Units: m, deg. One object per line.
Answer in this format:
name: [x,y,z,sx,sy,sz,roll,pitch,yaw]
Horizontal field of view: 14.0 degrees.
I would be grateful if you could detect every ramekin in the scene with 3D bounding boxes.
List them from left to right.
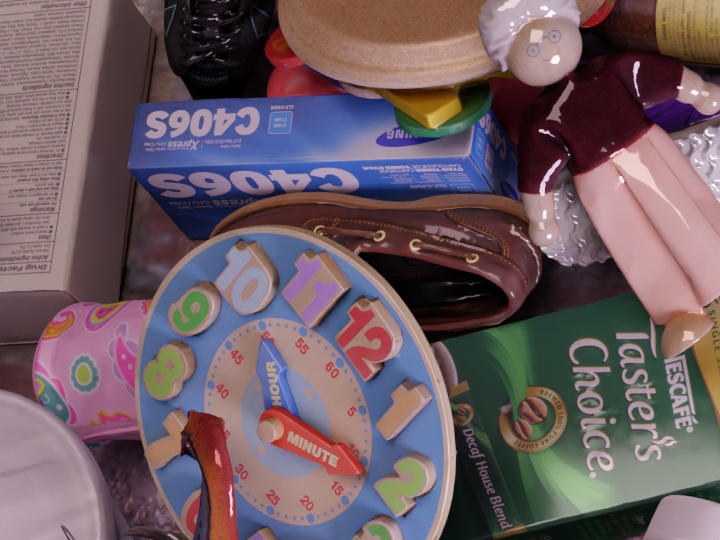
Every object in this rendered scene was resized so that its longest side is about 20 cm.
ramekin: [-0.209,0.171,1.574,0.201,0.094,0.203,-8,64,17]

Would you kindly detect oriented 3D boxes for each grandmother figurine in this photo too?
grandmother figurine: [0.130,-0.062,1.472,0.121,0.061,0.200,-37,94,-14]

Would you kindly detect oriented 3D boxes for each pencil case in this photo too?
pencil case: [-0.079,0.056,1.562,0.199,0.087,0.088,-1,65,35]

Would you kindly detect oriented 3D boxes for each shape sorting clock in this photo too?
shape sorting clock: [-0.037,0.076,1.466,0.199,0.039,0.201,7,103,33]

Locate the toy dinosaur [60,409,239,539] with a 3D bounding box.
toy dinosaur: [-0.068,0.167,1.478,0.199,0.105,0.182,23,118,-4]

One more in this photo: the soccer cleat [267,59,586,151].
soccer cleat: [0.041,-0.109,1.631,0.199,0.067,0.077,-5,60,21]

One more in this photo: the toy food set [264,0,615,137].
toy food set: [0.046,-0.155,1.580,0.197,0.049,0.200,-32,41,-17]

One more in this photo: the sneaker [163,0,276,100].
sneaker: [-0.073,-0.149,1.624,0.075,0.200,0.080,5,75,1]

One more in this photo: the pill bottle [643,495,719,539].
pill bottle: [0.148,0.217,1.405,0.115,0.116,0.201,19,73,27]

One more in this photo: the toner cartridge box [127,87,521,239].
toner cartridge box: [-0.018,-0.057,1.609,0.199,0.095,0.043,-2,66,21]

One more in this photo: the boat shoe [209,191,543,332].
boat shoe: [0.000,0.000,1.575,0.199,0.071,0.070,-6,37,24]

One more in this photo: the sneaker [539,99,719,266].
sneaker: [0.179,-0.073,1.557,0.199,0.070,0.100,-13,32,-1]

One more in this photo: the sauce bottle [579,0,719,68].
sauce bottle: [0.177,-0.144,1.592,0.199,0.066,0.066,8,69,24]

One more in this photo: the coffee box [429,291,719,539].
coffee box: [0.108,0.081,1.524,0.199,0.044,0.124,-13,61,14]

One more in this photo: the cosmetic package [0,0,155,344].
cosmetic package: [-0.187,-0.063,1.688,0.103,0.073,0.201,-2,66,20]
